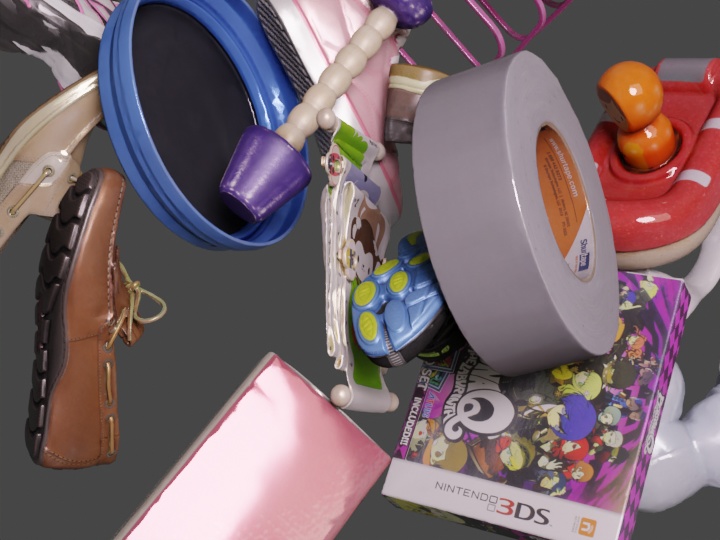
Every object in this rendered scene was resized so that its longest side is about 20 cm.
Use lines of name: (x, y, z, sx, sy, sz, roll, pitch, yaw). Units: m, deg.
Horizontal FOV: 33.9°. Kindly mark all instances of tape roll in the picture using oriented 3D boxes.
tape roll: (0.106, -0.036, 0.774, 0.065, 0.199, 0.204, -14, 76, 27)

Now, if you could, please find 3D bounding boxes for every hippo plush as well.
hippo plush: (0.254, 0.126, 0.890, 0.158, 0.159, 0.204, -6, 83, 9)

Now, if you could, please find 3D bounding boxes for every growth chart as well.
growth chart: (0.000, 0.000, 0.800, 0.017, 0.144, 0.204, -3, 90, 17)

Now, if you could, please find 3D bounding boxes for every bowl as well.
bowl: (-0.107, -0.110, 0.830, 0.200, 0.039, 0.204, 36, 47, -49)

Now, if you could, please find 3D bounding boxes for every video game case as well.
video game case: (0.125, 0.090, 0.847, 0.179, 0.036, 0.203, 9, 69, 31)

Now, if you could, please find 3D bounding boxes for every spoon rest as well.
spoon rest: (0.237, 0.010, 0.931, 0.199, 0.099, 0.061, -38, 114, -31)

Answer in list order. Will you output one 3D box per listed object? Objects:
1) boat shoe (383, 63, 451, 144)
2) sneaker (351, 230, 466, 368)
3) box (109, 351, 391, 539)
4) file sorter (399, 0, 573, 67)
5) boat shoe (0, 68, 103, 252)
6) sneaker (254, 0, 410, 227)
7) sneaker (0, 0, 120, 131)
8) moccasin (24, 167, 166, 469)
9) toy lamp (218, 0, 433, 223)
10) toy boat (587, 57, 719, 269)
boat shoe: (0.085, -0.095, 0.898, 0.198, 0.073, 0.066, 21, 91, -41)
sneaker: (0.047, 0.026, 0.798, 0.070, 0.200, 0.084, -11, 100, 16)
box: (-0.090, 0.171, 0.774, 0.109, 0.128, 0.201, 40, 70, -2)
file sorter: (0.114, -0.247, 0.933, 0.126, 0.139, 0.200, 46, 69, -1)
boat shoe: (-0.222, -0.064, 0.817, 0.200, 0.072, 0.065, -42, 101, 1)
sneaker: (0.008, -0.138, 0.889, 0.104, 0.075, 0.203, -30, 103, -19)
sneaker: (-0.198, -0.181, 0.868, 0.199, 0.080, 0.087, 38, 47, -13)
moccasin: (-0.176, 0.034, 0.793, 0.076, 0.073, 0.206, 3, 95, -28)
toy lamp: (-0.024, -0.118, 0.804, 0.058, 0.058, 0.201, 38, 74, -2)
toy boat: (0.217, -0.103, 0.907, 0.202, 0.129, 0.131, -58, 133, -23)
